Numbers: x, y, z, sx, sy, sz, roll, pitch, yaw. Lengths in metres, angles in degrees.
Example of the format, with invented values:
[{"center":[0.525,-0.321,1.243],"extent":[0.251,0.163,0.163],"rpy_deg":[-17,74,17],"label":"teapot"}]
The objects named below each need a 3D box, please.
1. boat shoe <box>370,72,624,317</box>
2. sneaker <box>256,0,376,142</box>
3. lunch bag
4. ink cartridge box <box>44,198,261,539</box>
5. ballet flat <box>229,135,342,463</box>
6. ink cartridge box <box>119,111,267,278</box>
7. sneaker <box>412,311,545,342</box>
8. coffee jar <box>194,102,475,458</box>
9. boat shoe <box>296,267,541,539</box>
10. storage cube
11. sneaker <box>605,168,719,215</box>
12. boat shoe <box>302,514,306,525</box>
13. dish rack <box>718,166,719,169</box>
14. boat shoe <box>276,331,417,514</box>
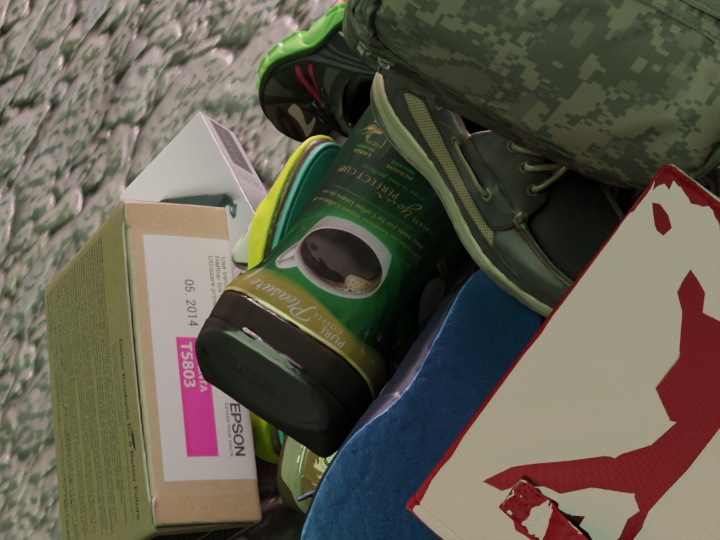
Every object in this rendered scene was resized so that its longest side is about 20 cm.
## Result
[{"center":[0.079,-0.053,0.794],"extent":[0.200,0.074,0.074],"rpy_deg":[47,148,18],"label":"boat shoe"},{"center":[-0.011,-0.112,0.982],"extent":[0.200,0.076,0.085],"rpy_deg":[152,108,-66],"label":"sneaker"},{"center":[0.093,-0.127,0.681],"extent":[0.140,0.198,0.168],"rpy_deg":[-64,6,-3],"label":"lunch bag"},{"center":[-0.135,0.079,0.976],"extent":[0.165,0.074,0.202],"rpy_deg":[-34,59,55],"label":"ink cartridge box"},{"center":[-0.053,0.016,0.954],"extent":[0.067,0.066,0.202],"rpy_deg":[10,97,42],"label":"ballet flat"},{"center":[-0.123,0.016,1.077],"extent":[0.173,0.043,0.201],"rpy_deg":[-44,49,15],"label":"ink cartridge box"},{"center":[0.089,0.090,0.839],"extent":[0.095,0.079,0.202],"rpy_deg":[-30,54,24],"label":"sneaker"},{"center":[0.000,0.000,0.863],"extent":[0.104,0.086,0.201],"rpy_deg":[31,68,16],"label":"coffee jar"},{"center":[0.035,0.093,0.787],"extent":[0.084,0.069,0.200],"rpy_deg":[39,63,4],"label":"boat shoe"},{"center":[0.156,0.090,0.682],"extent":[0.171,0.200,0.180],"rpy_deg":[39,94,23],"label":"storage cube"},{"center":[0.153,-0.034,0.838],"extent":[0.199,0.082,0.078],"rpy_deg":[33,93,43],"label":"sneaker"},{"center":[0.051,0.193,0.825],"extent":[0.070,0.071,0.201],"rpy_deg":[-46,73,6],"label":"boat shoe"},{"center":[0.262,-0.103,0.740],"extent":[0.199,0.044,0.172],"rpy_deg":[-31,34,0],"label":"dish rack"},{"center":[0.014,0.052,0.926],"extent":[0.076,0.071,0.202],"rpy_deg":[5,80,43],"label":"boat shoe"}]
